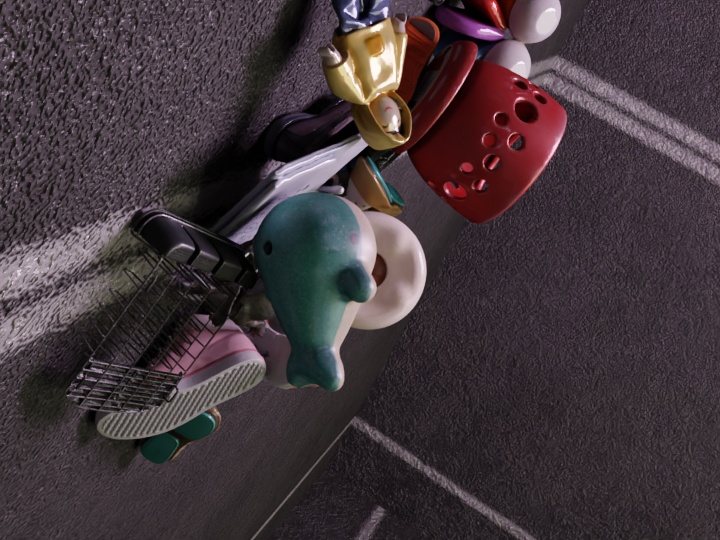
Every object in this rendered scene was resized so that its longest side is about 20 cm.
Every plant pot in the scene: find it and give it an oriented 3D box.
[{"bbox_3d":[0.147,-0.192,1.093,0.201,0.182,0.201,-53,-166,19],"label":"plant pot"}]

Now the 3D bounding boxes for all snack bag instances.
[{"bbox_3d":[-0.081,-0.082,0.875,0.188,0.021,0.200,-36,179,41],"label":"snack bag"}]

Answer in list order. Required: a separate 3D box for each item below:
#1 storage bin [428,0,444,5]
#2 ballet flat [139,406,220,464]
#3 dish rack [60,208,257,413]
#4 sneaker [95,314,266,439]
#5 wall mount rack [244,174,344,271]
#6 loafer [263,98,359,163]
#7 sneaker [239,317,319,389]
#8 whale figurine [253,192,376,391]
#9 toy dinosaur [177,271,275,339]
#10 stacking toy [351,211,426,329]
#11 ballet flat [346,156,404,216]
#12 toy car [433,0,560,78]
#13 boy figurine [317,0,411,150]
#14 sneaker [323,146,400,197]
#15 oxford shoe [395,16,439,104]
[{"bbox_3d":[0.091,-0.394,0.813,0.200,0.094,0.135,-57,169,-1],"label":"storage bin"},{"bbox_3d":[-0.230,0.190,1.037,0.200,0.070,0.065,-35,-158,44],"label":"ballet flat"},{"bbox_3d":[-0.198,0.050,0.779,0.200,0.055,0.153,-53,149,6],"label":"dish rack"},{"bbox_3d":[-0.220,0.118,0.942,0.200,0.105,0.076,-22,140,-17],"label":"sneaker"},{"bbox_3d":[-0.080,-0.047,1.022,0.200,0.075,0.174,-46,163,-11],"label":"wall mount rack"},{"bbox_3d":[-0.029,-0.156,0.945,0.200,0.063,0.072,-28,144,-49],"label":"loafer"},{"bbox_3d":[-0.112,0.094,1.019,0.082,0.200,0.077,29,99,-47],"label":"sneaker"},{"bbox_3d":[-0.056,0.020,0.810,0.104,0.159,0.201,9,83,-44],"label":"whale figurine"},{"bbox_3d":[-0.101,0.030,0.921,0.199,0.077,0.102,-12,171,-7],"label":"toy dinosaur"},{"bbox_3d":[0.000,0.000,1.073,0.146,0.146,0.200,-57,-174,-4],"label":"stacking toy"},{"bbox_3d":[0.015,-0.100,1.099,0.063,0.069,0.200,-32,164,7],"label":"ballet flat"},{"bbox_3d":[0.180,-0.371,1.188,0.150,0.175,0.200,9,118,-41],"label":"toy car"},{"bbox_3d":[0.006,-0.213,0.790,0.124,0.064,0.201,-29,120,-42],"label":"boy figurine"},{"bbox_3d":[0.008,-0.170,1.166,0.200,0.073,0.082,-36,161,-38],"label":"sneaker"},{"bbox_3d":[0.043,-0.247,1.084,0.200,0.071,0.073,-54,174,-19],"label":"oxford shoe"}]
